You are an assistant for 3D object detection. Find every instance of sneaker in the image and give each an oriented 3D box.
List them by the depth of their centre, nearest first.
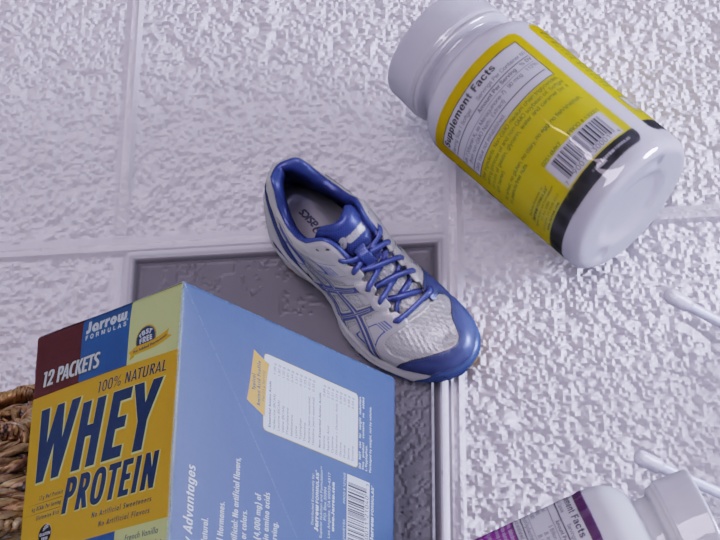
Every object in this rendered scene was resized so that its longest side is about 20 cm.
[{"bbox_3d":[0.000,0.000,1.343,0.200,0.088,0.075,39,75,21],"label":"sneaker"}]

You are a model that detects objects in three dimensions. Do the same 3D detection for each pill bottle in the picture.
[{"bbox_3d":[0.130,0.202,1.195,0.199,0.112,0.113,-25,64,2],"label":"pill bottle"},{"bbox_3d":[0.120,-0.104,1.358,0.114,0.114,0.200,-42,66,-11],"label":"pill bottle"}]

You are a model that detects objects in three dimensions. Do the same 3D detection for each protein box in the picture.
[{"bbox_3d":[-0.092,0.143,1.207,0.135,0.200,0.199,-20,58,37],"label":"protein box"}]

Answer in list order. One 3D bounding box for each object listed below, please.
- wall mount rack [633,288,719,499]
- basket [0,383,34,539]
[{"bbox_3d":[0.275,0.094,1.261,0.173,0.075,0.201,9,66,13],"label":"wall mount rack"},{"bbox_3d":[-0.300,0.135,1.297,0.199,0.143,0.150,-11,65,4],"label":"basket"}]
